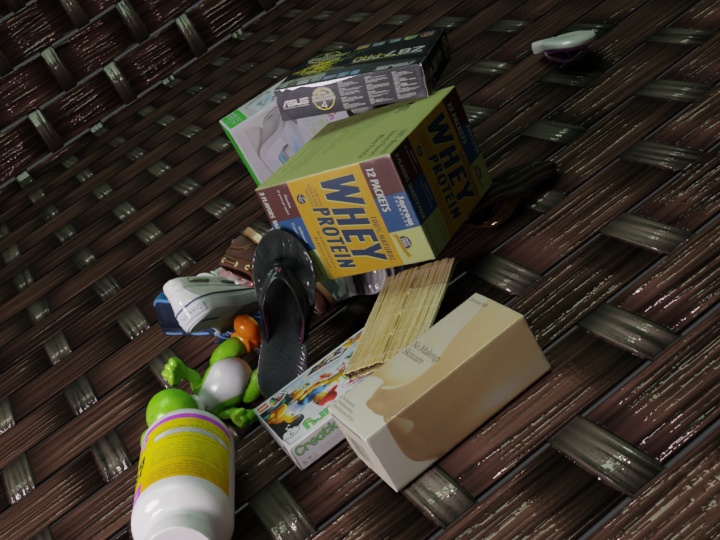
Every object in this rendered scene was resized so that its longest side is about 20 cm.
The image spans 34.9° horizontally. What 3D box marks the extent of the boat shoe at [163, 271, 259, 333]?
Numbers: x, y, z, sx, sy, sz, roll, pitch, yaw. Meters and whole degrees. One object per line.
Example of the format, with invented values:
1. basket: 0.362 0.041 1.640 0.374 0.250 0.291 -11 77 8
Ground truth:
1. boat shoe: -0.175 0.030 1.393 0.073 0.067 0.200 -38 -10 8

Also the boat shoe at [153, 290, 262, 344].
1. boat shoe: -0.180 0.065 1.548 0.198 0.069 0.084 8 24 23

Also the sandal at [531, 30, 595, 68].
1. sandal: 0.322 -0.343 1.793 0.082 0.050 0.203 -15 11 1

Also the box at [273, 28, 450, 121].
1. box: 0.005 -0.250 1.470 0.198 0.050 0.162 -7 26 20

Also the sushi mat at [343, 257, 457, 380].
1. sushi mat: 0.048 0.050 1.291 0.095 0.012 0.201 -18 25 27

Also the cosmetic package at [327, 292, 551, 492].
1. cosmetic package: 0.077 0.116 1.136 0.199 0.071 0.105 -37 24 -13

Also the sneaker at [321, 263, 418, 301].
1. sneaker: 0.000 0.000 1.494 0.081 0.076 0.199 -15 12 -33

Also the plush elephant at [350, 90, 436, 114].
1. plush elephant: 0.039 -0.139 1.587 0.154 0.202 0.164 -25 -3 44

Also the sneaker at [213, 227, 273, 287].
1. sneaker: -0.128 0.002 1.616 0.199 0.076 0.105 -33 25 3

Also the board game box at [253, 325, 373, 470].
1. board game box: -0.013 0.128 1.271 0.199 0.035 0.126 -37 24 -12

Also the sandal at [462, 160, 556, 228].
1. sandal: 0.169 -0.087 1.464 0.199 0.055 0.081 -25 18 -25

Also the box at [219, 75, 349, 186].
1. box: -0.092 -0.189 1.791 0.175 0.201 0.097 -32 24 -6

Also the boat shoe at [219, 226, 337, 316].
1. boat shoe: -0.111 0.015 1.508 0.070 0.071 0.199 -46 45 -12

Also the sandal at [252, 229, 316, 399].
1. sandal: -0.087 0.052 1.332 0.074 0.203 0.048 -2 -4 -3

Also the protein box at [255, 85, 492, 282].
1. protein box: 0.021 -0.102 1.388 0.198 0.136 0.199 -11 24 35

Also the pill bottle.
1. pill bottle: -0.180 0.233 1.175 0.104 0.105 0.200 -28 23 6

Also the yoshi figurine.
1. yoshi figurine: -0.179 0.144 1.356 0.200 0.113 0.112 -43 32 -20
